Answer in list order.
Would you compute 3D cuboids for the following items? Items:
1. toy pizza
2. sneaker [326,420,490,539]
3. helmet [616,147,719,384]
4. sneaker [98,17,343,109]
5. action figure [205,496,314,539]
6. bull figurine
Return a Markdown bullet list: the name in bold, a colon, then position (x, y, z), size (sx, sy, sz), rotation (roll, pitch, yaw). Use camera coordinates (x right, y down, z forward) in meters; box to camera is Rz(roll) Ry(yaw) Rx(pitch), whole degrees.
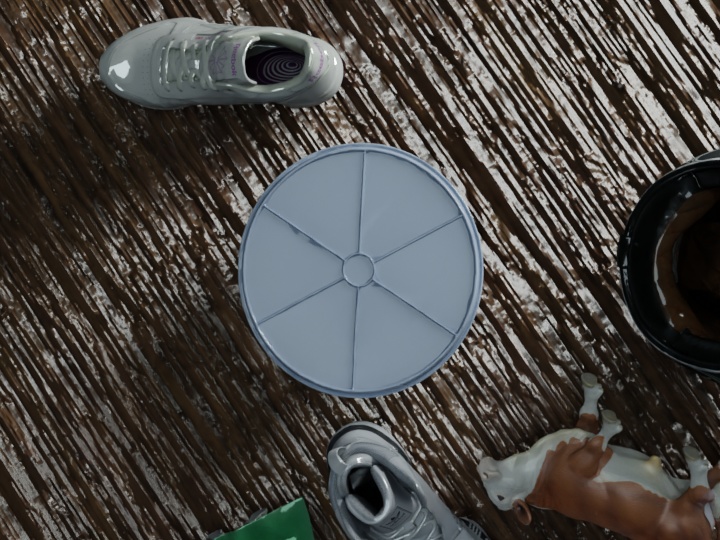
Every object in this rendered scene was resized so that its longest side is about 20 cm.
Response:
- **toy pizza**: position (0.000, 0.000, 1.089), size (0.197, 0.032, 0.204), rotation (0, 88, 5)
- **sneaker**: position (0.041, 0.203, 1.035), size (0.075, 0.115, 0.200), rotation (-42, 85, 4)
- **helmet**: position (0.300, -0.002, 0.976), size (0.198, 0.189, 0.204), rotation (-2, 88, 46)
- **sneaker**: position (-0.116, -0.169, 1.073), size (0.197, 0.100, 0.076), rotation (0, 90, 8)
- **action figure**: position (-0.058, 0.293, 1.075), size (0.117, 0.055, 0.202), rotation (-24, 93, 4)
- **bull figurine**: position (0.191, 0.155, 1.037), size (0.197, 0.065, 0.123), rotation (19, 123, -1)
